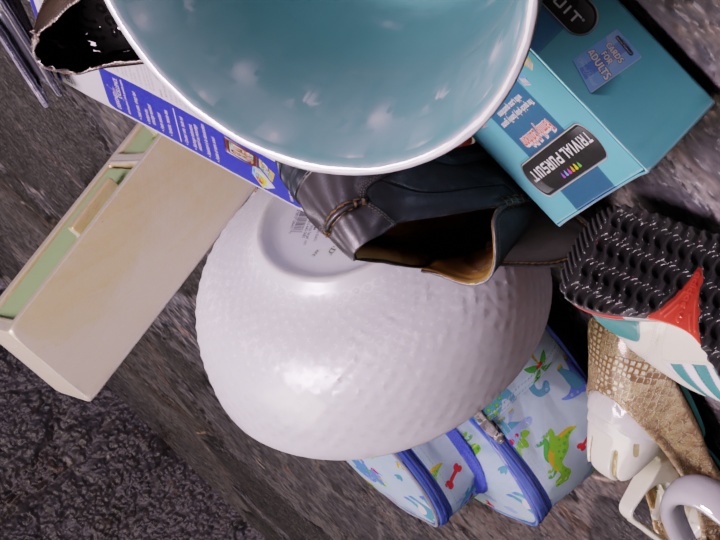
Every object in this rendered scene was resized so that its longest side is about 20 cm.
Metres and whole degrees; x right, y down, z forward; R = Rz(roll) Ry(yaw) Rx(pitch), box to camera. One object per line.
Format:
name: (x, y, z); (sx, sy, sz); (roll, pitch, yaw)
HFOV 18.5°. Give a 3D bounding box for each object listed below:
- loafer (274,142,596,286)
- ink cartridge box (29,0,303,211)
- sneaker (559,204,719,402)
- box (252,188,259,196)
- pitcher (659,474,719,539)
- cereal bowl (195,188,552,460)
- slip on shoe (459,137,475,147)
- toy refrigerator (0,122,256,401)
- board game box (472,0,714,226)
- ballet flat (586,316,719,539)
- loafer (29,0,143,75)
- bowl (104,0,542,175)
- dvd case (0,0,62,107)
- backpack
loafer: (0.047, -0.021, 1.076); (0.199, 0.073, 0.073); (8, -133, -40)
ink cartridge box: (-0.077, -0.090, 1.135); (0.199, 0.037, 0.095); (26, 158, 17)
sneaker: (0.186, 0.032, 1.037); (0.093, 0.071, 0.199); (33, 175, -41)
box: (-0.036, -0.043, 1.508); (0.200, 0.035, 0.110); (47, 166, -7)
pitcher: (0.231, 0.203, 1.266); (0.171, 0.121, 0.200); (41, 157, 16)
cereal bowl: (0.000, 0.000, 1.190); (0.200, 0.200, 0.084); (33, 156, 40)
slip on shoe: (-0.010, -0.129, 1.129); (0.200, 0.061, 0.074); (53, 166, -24)
toy refrigerator: (-0.127, -0.028, 1.258); (0.070, 0.200, 0.076); (42, 167, -18)
board game box: (0.054, -0.118, 0.997); (0.200, 0.047, 0.151); (46, 168, -1)
ballet flat: (0.170, 0.109, 1.277); (0.070, 0.065, 0.200); (27, 157, 53)
loafer: (-0.075, -0.122, 1.002); (0.199, 0.072, 0.073); (-14, 125, 44)
bowl: (-0.002, -0.150, 0.858); (0.200, 0.105, 0.202); (16, 127, 22)
dvd case: (-0.223, -0.187, 1.224); (0.149, 0.016, 0.200); (60, 178, -31)
backpack: (0.049, 0.069, 1.351); (0.200, 0.147, 0.183); (46, 170, -19)
